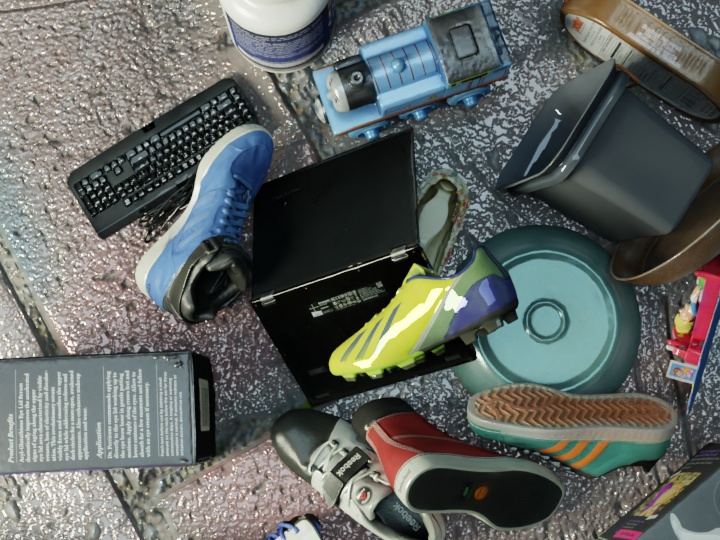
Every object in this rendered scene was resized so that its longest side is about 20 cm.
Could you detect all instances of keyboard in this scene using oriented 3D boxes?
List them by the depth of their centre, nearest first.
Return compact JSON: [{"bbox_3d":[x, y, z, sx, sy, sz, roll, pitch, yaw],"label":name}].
[{"bbox_3d":[-0.188,-0.106,1.241,0.200,0.040,0.104,-33,84,-3],"label":"keyboard"}]

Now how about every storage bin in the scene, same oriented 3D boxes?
[{"bbox_3d":[0.236,-0.106,1.174,0.134,0.200,0.146,33,84,-7],"label":"storage bin"}]

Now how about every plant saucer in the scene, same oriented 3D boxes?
[{"bbox_3d":[0.318,-0.054,1.160,0.034,0.200,0.200,44,85,-9],"label":"plant saucer"},{"bbox_3d":[0.180,0.051,1.225,0.199,0.036,0.201,0,84,0],"label":"plant saucer"}]

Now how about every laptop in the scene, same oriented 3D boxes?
[{"bbox_3d":[0.000,0.000,1.199,0.187,0.116,0.200,-18,112,27],"label":"laptop"}]

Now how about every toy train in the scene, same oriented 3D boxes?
[{"bbox_3d":[0.050,-0.193,1.214,0.199,0.114,0.087,-18,83,-3],"label":"toy train"}]

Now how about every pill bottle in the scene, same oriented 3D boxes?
[{"bbox_3d":[-0.079,-0.266,1.180,0.111,0.200,0.111,0,83,0],"label":"pill bottle"}]

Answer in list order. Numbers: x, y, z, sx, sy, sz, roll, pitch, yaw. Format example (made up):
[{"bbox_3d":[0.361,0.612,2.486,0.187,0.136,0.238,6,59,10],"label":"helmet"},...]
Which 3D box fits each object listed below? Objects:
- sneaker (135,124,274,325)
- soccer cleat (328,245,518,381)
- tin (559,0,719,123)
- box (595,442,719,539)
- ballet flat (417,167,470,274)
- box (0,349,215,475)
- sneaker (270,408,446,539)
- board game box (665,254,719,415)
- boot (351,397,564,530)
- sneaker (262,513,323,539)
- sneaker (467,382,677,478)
[{"bbox_3d":[-0.126,-0.039,1.192,0.111,0.077,0.200,34,86,43],"label":"sneaker"},{"bbox_3d":[0.049,0.040,1.109,0.200,0.065,0.084,-26,85,32],"label":"soccer cleat"},{"bbox_3d":[0.284,-0.211,1.219,0.200,0.112,0.042,35,84,4],"label":"tin"},{"bbox_3d":[0.307,0.269,1.162,0.200,0.106,0.122,-38,87,-5],"label":"box"},{"bbox_3d":[0.051,-0.011,1.218,0.075,0.064,0.201,19,84,1],"label":"ballet flat"},{"bbox_3d":[-0.243,0.132,1.158,0.199,0.148,0.105,-3,84,1],"label":"box"},{"bbox_3d":[0.000,0.198,1.182,0.200,0.089,0.074,34,86,5],"label":"sneaker"},{"bbox_3d":[0.319,0.034,1.173,0.039,0.158,0.201,16,83,18],"label":"board game box"},{"bbox_3d":[0.092,0.176,1.193,0.200,0.144,0.073,17,107,-33],"label":"boot"},{"bbox_3d":[-0.090,0.279,1.181,0.199,0.081,0.115,17,80,-5],"label":"sneaker"},{"bbox_3d":[0.196,0.160,1.183,0.199,0.071,0.080,5,123,-3],"label":"sneaker"}]
